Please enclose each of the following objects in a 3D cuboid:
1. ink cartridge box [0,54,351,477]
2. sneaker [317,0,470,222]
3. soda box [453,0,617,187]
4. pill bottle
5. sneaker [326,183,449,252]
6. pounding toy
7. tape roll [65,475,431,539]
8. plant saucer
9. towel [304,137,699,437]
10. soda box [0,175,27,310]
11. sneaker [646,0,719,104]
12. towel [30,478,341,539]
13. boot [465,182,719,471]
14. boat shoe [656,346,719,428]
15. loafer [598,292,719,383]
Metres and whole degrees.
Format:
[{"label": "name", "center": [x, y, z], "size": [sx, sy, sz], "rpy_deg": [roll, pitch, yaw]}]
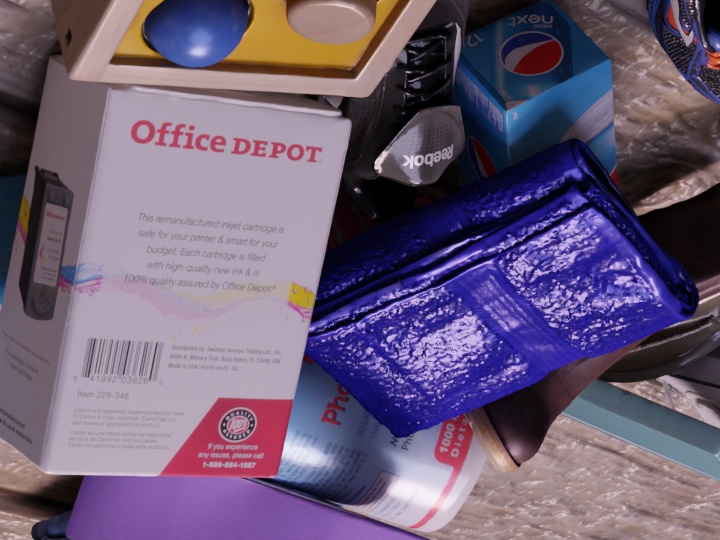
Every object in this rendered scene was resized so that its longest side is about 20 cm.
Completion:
[{"label": "ink cartridge box", "center": [-0.101, 0.001, 1.347], "size": [0.147, 0.086, 0.201], "rpy_deg": [6, 101, -34]}, {"label": "sneaker", "center": [0.027, -0.094, 1.344], "size": [0.066, 0.091, 0.200], "rpy_deg": [-11, 152, -22]}, {"label": "soda box", "center": [0.098, -0.048, 1.433], "size": [0.068, 0.064, 0.200], "rpy_deg": [-27, 140, -15]}, {"label": "pill bottle", "center": [-0.028, 0.078, 1.566], "size": [0.199, 0.109, 0.109], "rpy_deg": [19, 140, -18]}, {"label": "sneaker", "center": [0.000, 0.000, 1.515], "size": [0.199, 0.074, 0.087], "rpy_deg": [4, 140, -40]}, {"label": "pounding toy", "center": [-0.015, -0.156, 1.166], "size": [0.199, 0.143, 0.184], "rpy_deg": [2, 147, -28]}, {"label": "tape roll", "center": [-0.063, 0.151, 1.473], "size": [0.199, 0.066, 0.200], "rpy_deg": [18, 175, 2]}, {"label": "plant saucer", "center": [0.157, 0.089, 1.667], "size": [0.019, 0.199, 0.070], "rpy_deg": [-59, 149, -13]}, {"label": "towel", "center": [0.067, 0.019, 1.406], "size": [0.199, 0.050, 0.148], "rpy_deg": [-24, 132, 23]}, {"label": "soda box", "center": [-0.249, 0.001, 1.389], "size": [0.199, 0.064, 0.068], "rpy_deg": [-7, 150, -15]}, {"label": "sneaker", "center": [0.192, -0.136, 1.370], "size": [0.075, 0.079, 0.200], "rpy_deg": [-18, 151, 5]}, {"label": "towel", "center": [-0.114, 0.168, 1.743], "size": [0.199, 0.049, 0.112], "rpy_deg": [-19, 166, 22]}, {"label": "boot", "center": [0.144, 0.026, 1.528], "size": [0.166, 0.200, 0.073], "rpy_deg": [-22, 117, 22]}, {"label": "boat shoe", "center": [0.247, 0.094, 1.691], "size": [0.074, 0.087, 0.202], "rpy_deg": [-4, -170, -31]}, {"label": "loafer", "center": [0.216, 0.008, 1.655], "size": [0.199, 0.075, 0.070], "rpy_deg": [-21, 136, 3]}]
